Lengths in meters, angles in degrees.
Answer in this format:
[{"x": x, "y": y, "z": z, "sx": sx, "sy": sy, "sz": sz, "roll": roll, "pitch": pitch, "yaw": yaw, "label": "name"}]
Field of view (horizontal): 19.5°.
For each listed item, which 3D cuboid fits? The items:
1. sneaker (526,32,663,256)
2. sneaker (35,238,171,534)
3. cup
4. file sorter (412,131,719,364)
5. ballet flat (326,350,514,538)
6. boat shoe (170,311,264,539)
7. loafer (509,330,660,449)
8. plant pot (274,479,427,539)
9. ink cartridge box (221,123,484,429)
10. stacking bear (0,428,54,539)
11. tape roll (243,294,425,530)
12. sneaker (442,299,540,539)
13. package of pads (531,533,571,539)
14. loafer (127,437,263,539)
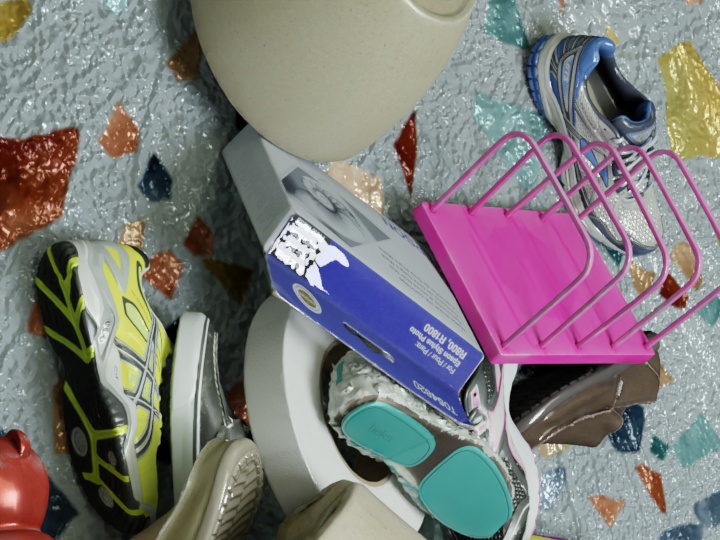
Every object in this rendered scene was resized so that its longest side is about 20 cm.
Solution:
[{"x": 0.206, "y": -0.102, "z": 1.714, "sx": 0.077, "sy": 0.085, "sz": 0.201, "roll": -37, "pitch": 108, "yaw": -35, "label": "sneaker"}, {"x": -0.157, "y": 0.075, "z": 1.407, "sx": 0.076, "sy": 0.075, "sz": 0.202, "roll": -11, "pitch": 93, "yaw": -39, "label": "sneaker"}, {"x": -0.001, "y": -0.195, "z": 1.493, "sx": 0.199, "sy": 0.143, "sz": 0.202, "roll": 21, "pitch": 59, "yaw": -39, "label": "cup"}, {"x": 0.170, "y": -0.021, "z": 1.598, "sx": 0.199, "sy": 0.125, "sz": 0.140, "roll": 3, "pitch": 53, "yaw": -48, "label": "file sorter"}, {"x": 0.044, "y": 0.117, "z": 1.484, "sx": 0.200, "sy": 0.071, "sz": 0.072, "roll": 44, "pitch": 59, "yaw": -41, "label": "ballet flat"}, {"x": -0.098, "y": 0.128, "z": 1.442, "sx": 0.063, "sy": 0.071, "sz": 0.202, "roll": -2, "pitch": 93, "yaw": -2, "label": "boat shoe"}, {"x": 0.179, "y": 0.110, "z": 1.674, "sx": 0.199, "sy": 0.073, "sz": 0.072, "roll": -24, "pitch": 100, "yaw": -37, "label": "loafer"}, {"x": 0.008, "y": 0.245, "z": 1.359, "sx": 0.184, "sy": 0.200, "sz": 0.201, "roll": 47, "pitch": 57, "yaw": -6, "label": "plant pot"}, {"x": 0.000, "y": 0.000, "z": 1.481, "sx": 0.199, "sy": 0.200, "sz": 0.041, "roll": 36, "pitch": 107, "yaw": -31, "label": "ink cartridge box"}, {"x": -0.230, "y": 0.204, "z": 1.316, "sx": 0.113, "sy": 0.121, "sz": 0.202, "roll": 4, "pitch": 75, "yaw": -36, "label": "stacking bear"}, {"x": -0.014, "y": 0.104, "z": 1.492, "sx": 0.203, "sy": 0.037, "sz": 0.204, "roll": 41, "pitch": 40, "yaw": -45, "label": "tape roll"}, {"x": 0.077, "y": 0.116, "z": 1.574, "sx": 0.086, "sy": 0.080, "sz": 0.202, "roll": 24, "pitch": 54, "yaw": -60, "label": "sneaker"}, {"x": 0.137, "y": 0.306, "z": 1.620, "sx": 0.154, "sy": 0.068, "sz": 0.202, "roll": 14, "pitch": 76, "yaw": -37, "label": "package of pads"}, {"x": -0.126, "y": 0.189, "z": 1.370, "sx": 0.201, "sy": 0.068, "sz": 0.076, "roll": -66, "pitch": 164, "yaw": 19, "label": "loafer"}]
